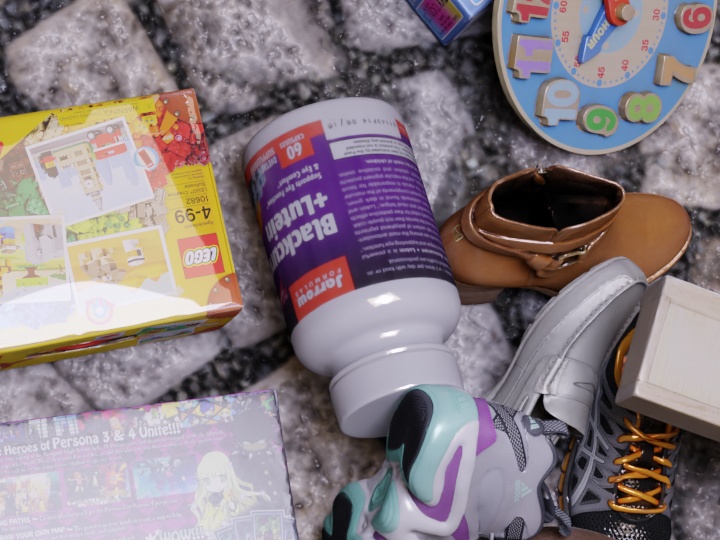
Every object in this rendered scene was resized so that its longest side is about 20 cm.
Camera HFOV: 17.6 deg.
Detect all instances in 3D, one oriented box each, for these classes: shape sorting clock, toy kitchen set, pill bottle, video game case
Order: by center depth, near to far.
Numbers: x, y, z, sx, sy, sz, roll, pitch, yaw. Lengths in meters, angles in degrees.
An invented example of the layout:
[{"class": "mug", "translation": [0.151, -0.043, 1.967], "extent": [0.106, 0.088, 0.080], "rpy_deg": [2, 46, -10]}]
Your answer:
[{"class": "video game case", "translation": [-0.138, 0.176, 1.475], "extent": [0.200, 0.036, 0.181], "rpy_deg": [-7, 80, -16]}, {"class": "pill bottle", "translation": [0.000, 0.000, 1.488], "extent": [0.111, 0.111, 0.200], "rpy_deg": [-10, 66, -17]}, {"class": "toy kitchen set", "translation": [0.249, 0.051, 1.519], "extent": [0.180, 0.200, 0.163], "rpy_deg": [20, 74, -8]}, {"class": "shape sorting clock", "translation": [0.170, -0.177, 1.585], "extent": [0.200, 0.039, 0.200], "rpy_deg": [-9, 108, -30]}]

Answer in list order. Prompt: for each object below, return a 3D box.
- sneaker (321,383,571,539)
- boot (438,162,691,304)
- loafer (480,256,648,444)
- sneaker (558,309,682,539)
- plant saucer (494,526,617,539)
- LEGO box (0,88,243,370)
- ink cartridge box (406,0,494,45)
[{"class": "sneaker", "translation": [0.065, 0.156, 1.464], "extent": [0.140, 0.200, 0.078], "rpy_deg": [11, 47, -21]}, {"class": "boot", "translation": [0.147, -0.035, 1.531], "extent": [0.200, 0.155, 0.077], "rpy_deg": [-4, 72, -15]}, {"class": "loafer", "translation": [0.126, 0.081, 1.520], "extent": [0.070, 0.070, 0.200], "rpy_deg": [40, 95, 35]}, {"class": "sneaker", "translation": [0.180, 0.116, 1.552], "extent": [0.078, 0.077, 0.200], "rpy_deg": [3, 80, -16]}, {"class": "plant saucer", "translation": [0.122, 0.263, 1.479], "extent": [0.200, 0.032, 0.200], "rpy_deg": [-1, 84, 14]}, {"class": "LEGO box", "translation": [-0.192, -0.022, 1.481], "extent": [0.200, 0.077, 0.149], "rpy_deg": [-11, 81, -17]}, {"class": "ink cartridge box", "translation": [0.050, -0.276, 1.602], "extent": [0.136, 0.076, 0.200], "rpy_deg": [-40, 89, -19]}]
